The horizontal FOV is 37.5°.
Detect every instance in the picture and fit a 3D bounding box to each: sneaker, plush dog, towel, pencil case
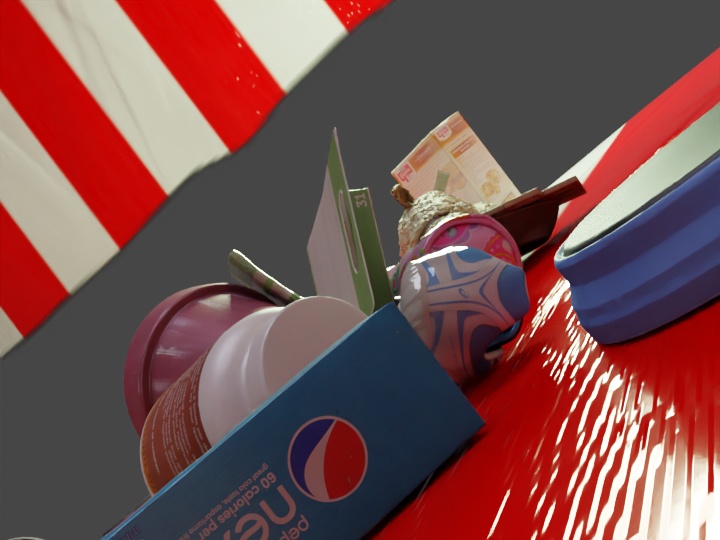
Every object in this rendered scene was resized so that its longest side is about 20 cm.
[{"bbox_3d":[0.054,0.036,0.611,0.071,0.073,0.200,0,-12,-1],"label":"sneaker"},{"bbox_3d":[0.119,-0.042,1.459,0.199,0.161,0.172,-40,25,-3],"label":"plush dog"},{"bbox_3d":[-0.051,0.043,1.116,0.024,0.198,0.153,-57,2,-8],"label":"towel"},{"bbox_3d":[0.063,0.018,0.855,0.087,0.088,0.200,-38,-2,-18],"label":"pencil case"}]

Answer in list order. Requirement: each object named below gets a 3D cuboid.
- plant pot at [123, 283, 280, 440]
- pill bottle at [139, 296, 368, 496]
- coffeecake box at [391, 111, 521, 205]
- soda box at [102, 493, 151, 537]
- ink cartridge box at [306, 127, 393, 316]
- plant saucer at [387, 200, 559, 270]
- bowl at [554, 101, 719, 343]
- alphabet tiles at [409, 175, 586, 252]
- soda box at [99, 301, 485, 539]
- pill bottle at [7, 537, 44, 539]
[{"bbox_3d":[-0.116,0.109,1.059,0.199,0.202,0.178,-38,15,-30],"label":"plant pot"},{"bbox_3d":[-0.059,0.091,0.652,0.112,0.113,0.200,-38,-2,-35],"label":"pill bottle"},{"bbox_3d":[0.160,-0.125,1.690,0.073,0.201,0.153,-37,-1,-30],"label":"coffeecake box"},{"bbox_3d":[-0.107,0.169,0.856,0.199,0.064,0.071,-38,-1,-39],"label":"soda box"},{"bbox_3d":[0.000,0.000,0.834,0.047,0.148,0.201,-7,-24,-14],"label":"ink cartridge box"},{"bbox_3d":[0.107,-0.013,1.026,0.197,0.033,0.200,-23,-8,-3],"label":"plant saucer"},{"bbox_3d":[0.160,-0.048,0.427,0.200,0.040,0.201,-40,-1,-1],"label":"bowl"},{"bbox_3d":[0.135,-0.047,1.009,0.164,0.006,0.200,-24,-7,14],"label":"alphabet tiles"},{"bbox_3d":[-0.046,0.104,0.445,0.199,0.068,0.064,-39,-1,-15],"label":"soda box"},{"bbox_3d":[-0.272,0.270,0.777,0.112,0.113,0.200,-38,-1,-4],"label":"pill bottle"}]
